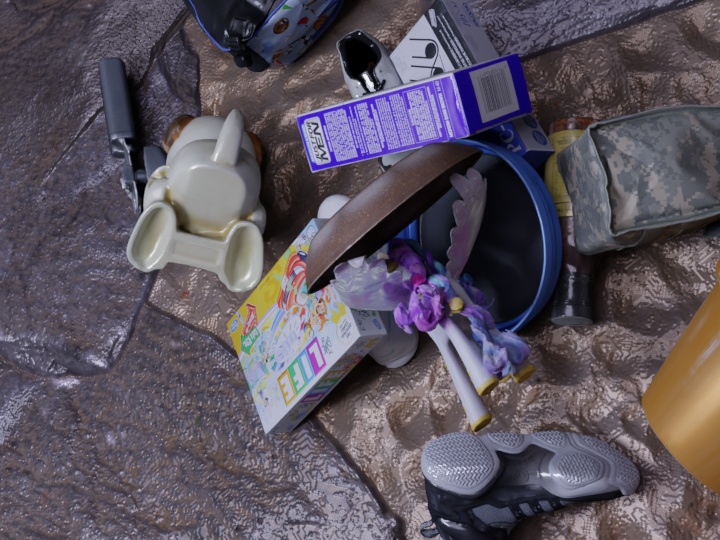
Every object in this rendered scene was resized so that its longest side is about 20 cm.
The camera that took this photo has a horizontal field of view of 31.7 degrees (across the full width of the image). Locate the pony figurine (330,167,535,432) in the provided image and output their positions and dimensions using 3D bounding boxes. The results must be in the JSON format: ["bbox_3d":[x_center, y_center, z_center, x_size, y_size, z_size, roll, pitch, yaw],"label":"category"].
[{"bbox_3d":[0.071,0.028,1.137,0.166,0.193,0.200,-31,68,-12],"label":"pony figurine"}]

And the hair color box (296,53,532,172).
[{"bbox_3d":[0.049,-0.149,1.211,0.200,0.109,0.065,-6,102,43],"label":"hair color box"}]

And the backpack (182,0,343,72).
[{"bbox_3d":[-0.097,-0.335,1.403,0.190,0.154,0.200,-44,68,16],"label":"backpack"}]

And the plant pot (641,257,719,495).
[{"bbox_3d":[0.343,0.089,1.057,0.183,0.200,0.200,-49,60,21],"label":"plant pot"}]

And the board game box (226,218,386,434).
[{"bbox_3d":[-0.059,0.058,1.273,0.200,0.034,0.135,-48,55,42],"label":"board game box"}]

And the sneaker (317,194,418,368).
[{"bbox_3d":[0.000,0.000,1.296,0.070,0.080,0.200,-30,63,16],"label":"sneaker"}]

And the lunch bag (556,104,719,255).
[{"bbox_3d":[0.289,-0.085,1.111,0.200,0.164,0.118,-12,87,-2],"label":"lunch bag"}]

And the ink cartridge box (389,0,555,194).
[{"bbox_3d":[0.109,-0.170,1.274,0.094,0.044,0.200,-46,59,39],"label":"ink cartridge box"}]

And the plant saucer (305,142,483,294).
[{"bbox_3d":[0.021,-0.055,1.126,0.200,0.200,0.037,-39,85,10],"label":"plant saucer"}]

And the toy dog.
[{"bbox_3d":[-0.168,-0.098,1.353,0.139,0.200,0.194,4,115,-6],"label":"toy dog"}]

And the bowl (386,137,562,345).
[{"bbox_3d":[0.109,-0.029,1.227,0.201,0.039,0.201,11,105,43],"label":"bowl"}]

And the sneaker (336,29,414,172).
[{"bbox_3d":[0.026,-0.168,1.336,0.074,0.080,0.200,-32,65,11],"label":"sneaker"}]

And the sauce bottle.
[{"bbox_3d":[0.207,-0.047,1.223,0.066,0.066,0.200,-2,76,25],"label":"sauce bottle"}]

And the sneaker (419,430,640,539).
[{"bbox_3d":[0.150,0.211,1.165,0.200,0.076,0.114,3,119,-4],"label":"sneaker"}]

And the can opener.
[{"bbox_3d":[-0.264,-0.160,1.493,0.067,0.053,0.200,-8,67,-12],"label":"can opener"}]
